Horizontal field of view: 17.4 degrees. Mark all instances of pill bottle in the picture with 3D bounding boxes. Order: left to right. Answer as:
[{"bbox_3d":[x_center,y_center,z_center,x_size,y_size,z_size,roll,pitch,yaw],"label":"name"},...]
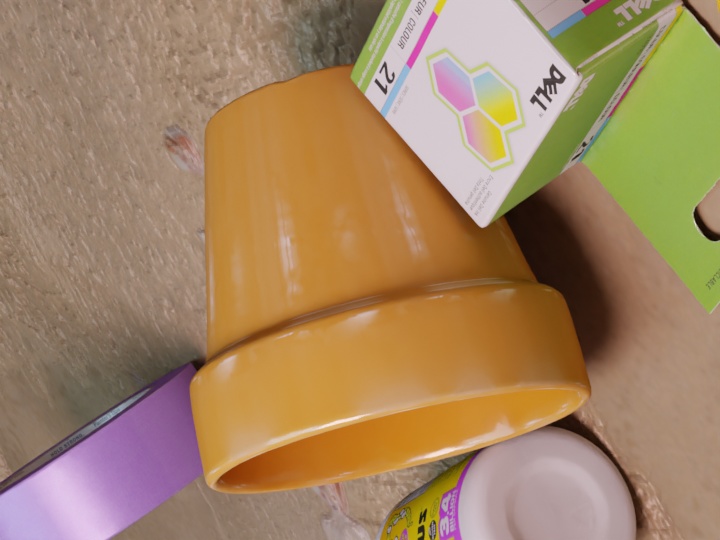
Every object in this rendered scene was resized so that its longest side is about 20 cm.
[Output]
[{"bbox_3d":[0.071,0.163,1.349,0.104,0.104,0.200,54,152,4],"label":"pill bottle"}]

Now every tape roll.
[{"bbox_3d":[-0.183,0.144,1.616,0.066,0.200,0.200,56,152,-3],"label":"tape roll"}]

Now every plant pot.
[{"bbox_3d":[0.000,0.000,1.204,0.200,0.199,0.184,-38,62,61],"label":"plant pot"}]

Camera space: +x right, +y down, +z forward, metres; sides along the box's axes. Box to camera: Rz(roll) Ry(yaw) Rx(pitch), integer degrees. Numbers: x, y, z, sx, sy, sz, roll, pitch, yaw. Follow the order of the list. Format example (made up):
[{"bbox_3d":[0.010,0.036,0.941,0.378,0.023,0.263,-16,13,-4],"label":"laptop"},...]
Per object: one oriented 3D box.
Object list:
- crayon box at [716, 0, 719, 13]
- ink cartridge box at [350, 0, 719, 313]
[{"bbox_3d":[0.189,-0.155,0.895,0.200,0.052,0.126,17,133,50],"label":"crayon box"},{"bbox_3d":[0.101,-0.070,1.090,0.200,0.076,0.148,51,151,12],"label":"ink cartridge box"}]
